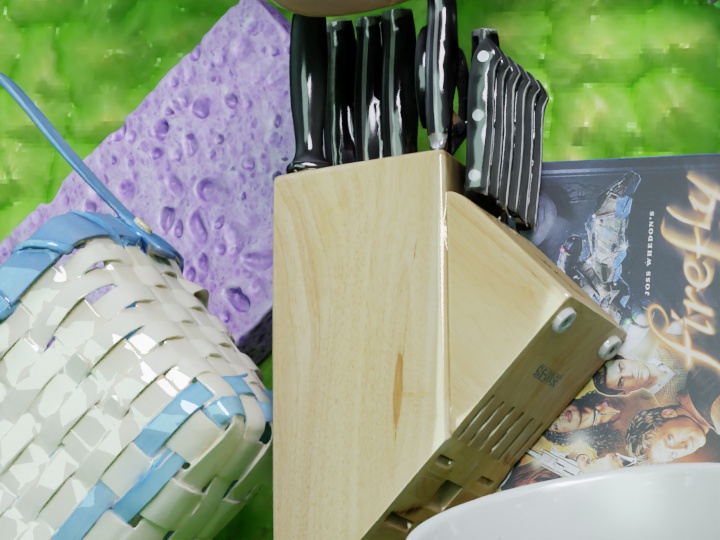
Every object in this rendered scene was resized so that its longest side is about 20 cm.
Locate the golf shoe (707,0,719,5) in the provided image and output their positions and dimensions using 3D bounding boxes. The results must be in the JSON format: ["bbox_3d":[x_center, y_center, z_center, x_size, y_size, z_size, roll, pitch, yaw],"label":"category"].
[{"bbox_3d":[0.181,-0.175,1.038,0.078,0.097,0.200,28,68,24],"label":"golf shoe"}]

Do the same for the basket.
[{"bbox_3d":[-0.138,0.044,1.094,0.200,0.139,0.176,43,96,13],"label":"basket"}]

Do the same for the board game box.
[{"bbox_3d":[0.086,0.059,1.082,0.135,0.035,0.200,-2,75,24],"label":"board game box"}]

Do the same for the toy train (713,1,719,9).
[{"bbox_3d":[0.113,-0.138,1.123,0.200,0.042,0.056,26,97,28],"label":"toy train"}]

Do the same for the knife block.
[{"bbox_3d":[0.000,0.000,1.083,0.176,0.064,0.200,43,96,29],"label":"knife block"}]

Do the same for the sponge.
[{"bbox_3d":[-0.076,-0.005,1.177,0.200,0.030,0.112,-45,63,8],"label":"sponge"}]

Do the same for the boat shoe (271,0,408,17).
[{"bbox_3d":[0.027,-0.160,1.082,0.200,0.072,0.065,-38,40,-24],"label":"boat shoe"}]

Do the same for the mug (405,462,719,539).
[{"bbox_3d":[0.114,0.173,0.960,0.177,0.133,0.200,-6,97,12],"label":"mug"}]
